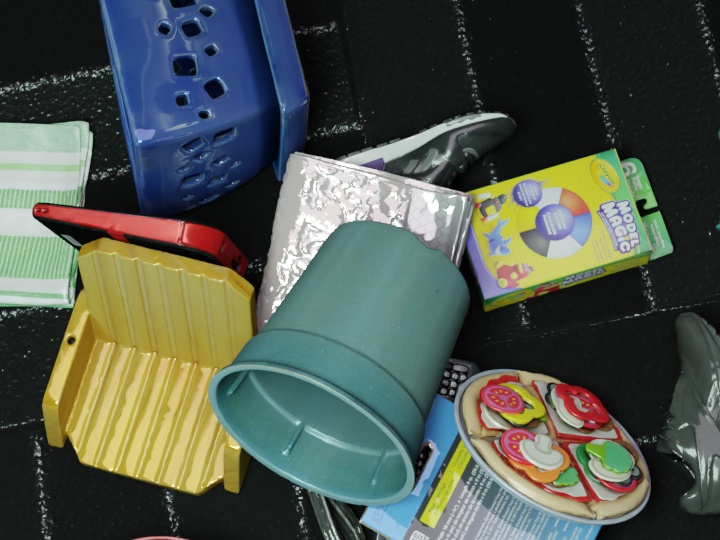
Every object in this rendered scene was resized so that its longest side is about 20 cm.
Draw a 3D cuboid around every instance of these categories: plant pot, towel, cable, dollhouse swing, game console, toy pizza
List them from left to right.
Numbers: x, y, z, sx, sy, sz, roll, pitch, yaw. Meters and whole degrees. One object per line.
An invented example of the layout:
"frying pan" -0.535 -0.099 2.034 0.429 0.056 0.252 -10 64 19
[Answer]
"towel" -0.357 -0.059 1.720 0.152 0.023 0.201 0 72 5
"game console" -0.205 -0.028 1.606 0.176 0.200 0.031 11 80 7
"dollhouse swing" -0.196 0.094 1.577 0.199 0.176 0.182 14 73 8
"plant pot" -0.152 -0.185 1.662 0.179 0.200 0.200 -12 71 -7
"cable" -0.040 0.178 1.581 0.050 0.097 0.200 -31 68 21
"plant pot" -0.004 0.073 1.508 0.200 0.200 0.196 22 59 11
"towel" 0.000 0.000 1.640 0.191 0.032 0.201 13 90 8
"toy pizza" 0.181 0.153 1.539 0.200 0.032 0.200 19 32 -12

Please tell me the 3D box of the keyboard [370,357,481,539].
"keyboard" 0.050 0.176 1.582 0.104 0.040 0.201 10 81 0

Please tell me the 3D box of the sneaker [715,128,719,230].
"sneaker" 0.386 -0.057 1.642 0.079 0.078 0.200 -17 71 8

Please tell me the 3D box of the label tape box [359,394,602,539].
"label tape box" 0.117 0.224 1.555 0.200 0.063 0.144 29 75 4

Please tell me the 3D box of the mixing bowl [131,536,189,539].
"mixing bowl" -0.177 0.350 1.523 0.200 0.108 0.201 -1 70 3

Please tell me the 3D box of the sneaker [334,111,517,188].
"sneaker" 0.069 -0.093 1.684 0.200 0.076 0.088 -20 80 5

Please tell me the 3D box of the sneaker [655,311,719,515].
"sneaker" 0.318 0.136 1.582 0.091 0.076 0.200 -13 68 7

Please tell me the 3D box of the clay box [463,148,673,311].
"clay box" 0.201 -0.044 1.662 0.200 0.048 0.115 -17 71 -1
